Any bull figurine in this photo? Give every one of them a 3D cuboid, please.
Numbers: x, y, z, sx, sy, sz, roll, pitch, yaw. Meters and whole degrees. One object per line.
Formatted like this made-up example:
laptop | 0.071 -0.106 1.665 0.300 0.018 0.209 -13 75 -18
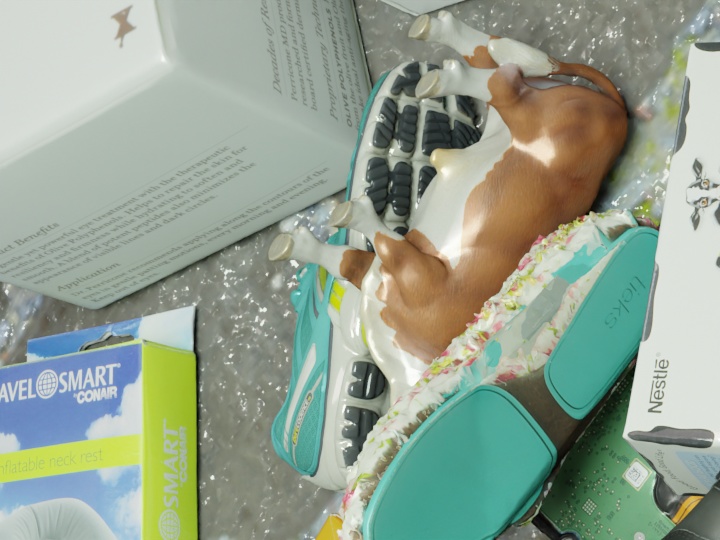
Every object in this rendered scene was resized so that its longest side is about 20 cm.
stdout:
bull figurine | 0.040 -0.012 0.943 0.065 0.121 0.200 2 59 60

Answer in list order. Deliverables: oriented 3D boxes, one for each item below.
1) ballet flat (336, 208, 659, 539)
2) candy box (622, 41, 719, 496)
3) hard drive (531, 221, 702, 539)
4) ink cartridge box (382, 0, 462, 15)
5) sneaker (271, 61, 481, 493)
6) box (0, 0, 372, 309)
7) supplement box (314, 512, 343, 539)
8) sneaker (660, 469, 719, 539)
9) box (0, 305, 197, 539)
ballet flat | 0.053 0.051 0.872 0.200 0.076 0.064 -43 22 -27
candy box | 0.212 0.002 0.815 0.200 0.072 0.168 1 68 27
hard drive | 0.157 0.090 0.887 0.200 0.038 0.140 42 104 35
ink cartridge box | 0.055 -0.237 1.017 0.146 0.086 0.200 -13 72 34
sneaker | 0.000 0.000 1.006 0.080 0.077 0.200 6 80 49
box | -0.127 -0.117 1.064 0.199 0.171 0.200 -25 65 29
supplement box | 0.040 0.236 0.873 0.197 0.133 0.200 35 100 37
sneaker | 0.164 0.052 0.736 0.200 0.070 0.090 -31 68 18
box | -0.138 0.120 1.090 0.122 0.048 0.200 -11 72 33
